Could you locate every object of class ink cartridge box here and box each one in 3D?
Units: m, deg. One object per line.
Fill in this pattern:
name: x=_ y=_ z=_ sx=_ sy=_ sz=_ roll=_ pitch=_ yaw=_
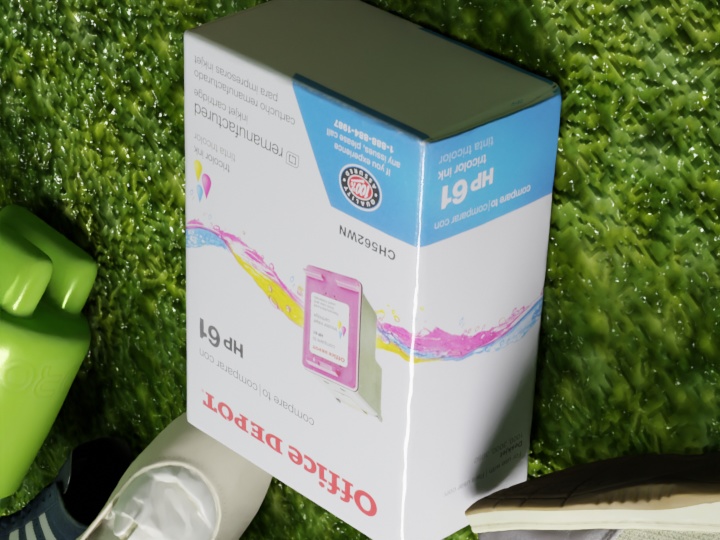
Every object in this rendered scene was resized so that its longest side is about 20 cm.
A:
ink cartridge box: x=0.000 y=0.000 z=0.865 sx=0.144 sy=0.085 sz=0.201 roll=28 pitch=129 yaw=38

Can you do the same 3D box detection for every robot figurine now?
robot figurine: x=-0.222 y=0.064 z=1.098 sx=0.116 sy=0.175 sz=0.200 roll=33 pitch=104 yaw=21

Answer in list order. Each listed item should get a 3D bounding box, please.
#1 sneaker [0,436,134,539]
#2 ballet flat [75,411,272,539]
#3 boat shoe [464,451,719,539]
sneaker: x=-0.160 y=0.135 z=1.133 sx=0.200 sy=0.075 sz=0.085 roll=-3 pitch=108 yaw=39
ballet flat: x=-0.115 y=0.147 z=1.025 sx=0.069 sy=0.069 sz=0.200 roll=48 pitch=109 yaw=21
boat shoe: x=0.121 y=0.108 z=0.791 sx=0.200 sy=0.073 sz=0.065 roll=-10 pitch=96 yaw=51
